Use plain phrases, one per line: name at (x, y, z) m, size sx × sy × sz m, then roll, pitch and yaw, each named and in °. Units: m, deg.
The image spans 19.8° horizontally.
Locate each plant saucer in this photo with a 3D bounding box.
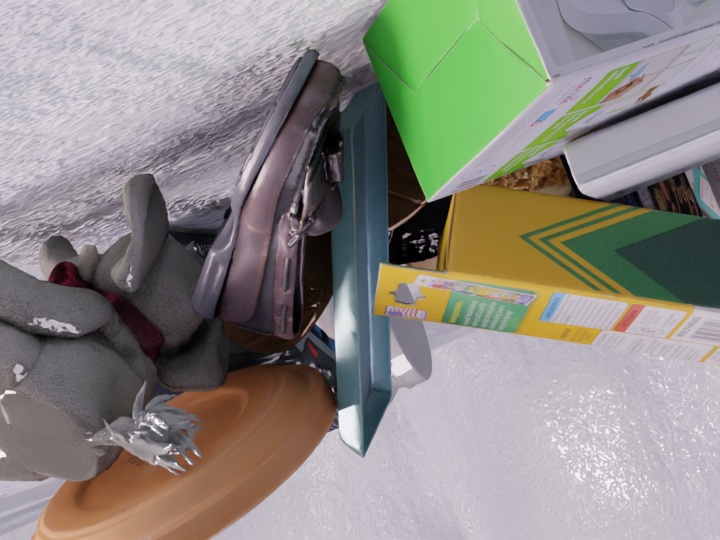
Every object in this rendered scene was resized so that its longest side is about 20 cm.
plant saucer at (0.000, 0.000, 1.136) m, size 0.019 × 0.202 × 0.070 m, roll 6°, pitch -151°, yaw 13°
plant saucer at (-0.105, 0.112, 1.166) m, size 0.199 × 0.032 × 0.200 m, roll -29°, pitch -166°, yaw 8°

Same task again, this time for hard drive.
hard drive at (0.201, -0.083, 1.003) m, size 0.198 × 0.027 × 0.132 m, roll -21°, pitch 175°, yaw 12°

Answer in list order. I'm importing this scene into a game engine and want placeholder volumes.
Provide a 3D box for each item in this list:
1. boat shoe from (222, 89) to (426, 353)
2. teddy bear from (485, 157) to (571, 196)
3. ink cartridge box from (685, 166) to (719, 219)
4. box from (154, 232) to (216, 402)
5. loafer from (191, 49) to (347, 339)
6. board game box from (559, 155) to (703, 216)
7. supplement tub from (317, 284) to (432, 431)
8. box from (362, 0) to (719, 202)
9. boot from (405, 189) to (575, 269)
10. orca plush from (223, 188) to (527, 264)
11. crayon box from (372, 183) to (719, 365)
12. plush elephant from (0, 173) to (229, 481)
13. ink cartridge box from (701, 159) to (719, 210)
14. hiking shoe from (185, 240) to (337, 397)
boat shoe at (-0.014, -0.045, 1.188) m, size 0.201 × 0.072 × 0.072 m, roll -54°, pitch -157°, yaw 22°
teddy bear at (0.082, -0.066, 1.404) m, size 0.144 × 0.067 × 0.199 m, roll -24°, pitch 173°, yaw 39°
ink cartridge box at (0.296, -0.059, 1.410) m, size 0.145 × 0.147 × 0.200 m, roll -19°, pitch -142°, yaw -17°
box at (-0.139, 0.050, 1.428) m, size 0.147 × 0.108 × 0.200 m, roll -22°, pitch 173°, yaw 16°
loafer at (-0.034, -0.034, 1.069) m, size 0.072 × 0.063 × 0.201 m, roll -63°, pitch 180°, yaw -40°
board game box at (0.152, -0.079, 1.231) m, size 0.034 × 0.137 × 0.200 m, roll -23°, pitch 174°, yaw 17°
supplement tub at (-0.054, 0.070, 1.722) m, size 0.198 × 0.142 × 0.140 m, roll -23°, pitch 173°, yaw 13°
box at (0.116, -0.121, 0.953) m, size 0.175 × 0.098 × 0.200 m, roll -20°, pitch 173°, yaw -16°
boot at (0.114, -0.019, 1.481) m, size 0.174 × 0.066 × 0.200 m, roll -33°, pitch -153°, yaw 8°
orca plush at (0.009, -0.009, 1.318) m, size 0.198 × 0.072 × 0.106 m, roll 8°, pitch 144°, yaw -4°
crayon box at (0.109, 0.001, 1.080) m, size 0.198 × 0.052 × 0.126 m, roll 8°, pitch 167°, yaw 0°
plush elephant at (-0.152, 0.030, 1.163) m, size 0.198 × 0.166 × 0.155 m, roll 9°, pitch -134°, yaw 22°
ink cartridge box at (0.241, -0.115, 1.181) m, size 0.084 × 0.146 × 0.200 m, roll -21°, pitch 173°, yaw -5°
hiking shoe at (-0.049, 0.041, 1.332) m, size 0.074 × 0.087 × 0.200 m, roll -23°, pitch 158°, yaw 10°
